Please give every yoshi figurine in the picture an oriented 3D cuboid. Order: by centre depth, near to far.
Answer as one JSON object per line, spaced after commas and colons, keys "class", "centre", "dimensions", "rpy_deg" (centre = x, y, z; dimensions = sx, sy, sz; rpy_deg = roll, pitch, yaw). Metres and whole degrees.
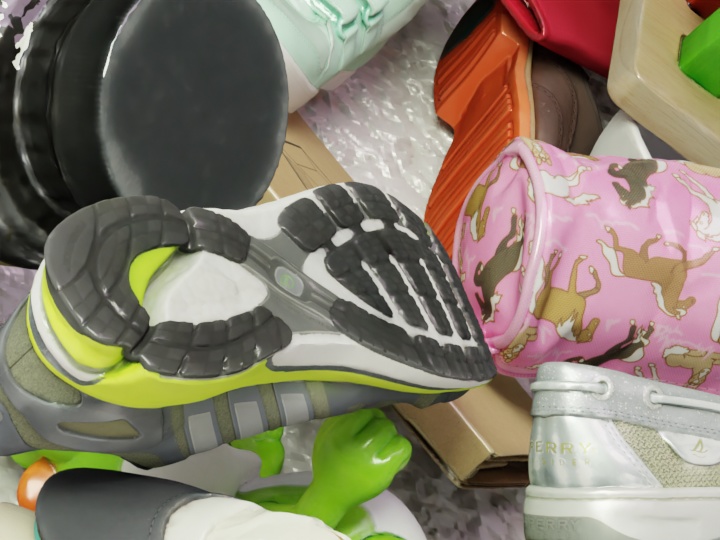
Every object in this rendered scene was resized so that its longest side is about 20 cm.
{"class": "yoshi figurine", "centre": [-0.023, 0.069, 0.946], "dimensions": [0.200, 0.112, 0.112], "rpy_deg": [30, 29, -6]}

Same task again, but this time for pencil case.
{"class": "pencil case", "centre": [0.130, 0.008, 1.038], "dimensions": [0.200, 0.083, 0.087], "rpy_deg": [11, 47, -22]}

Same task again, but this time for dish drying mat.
{"class": "dish drying mat", "centre": [0.106, -0.112, 1.256], "dimensions": [0.077, 0.018, 0.200], "rpy_deg": [56, 18, 25]}

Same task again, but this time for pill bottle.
{"class": "pill bottle", "centre": [-0.125, -0.058, 0.906], "dimensions": [0.200, 0.112, 0.112], "rpy_deg": [6, 15, 40]}

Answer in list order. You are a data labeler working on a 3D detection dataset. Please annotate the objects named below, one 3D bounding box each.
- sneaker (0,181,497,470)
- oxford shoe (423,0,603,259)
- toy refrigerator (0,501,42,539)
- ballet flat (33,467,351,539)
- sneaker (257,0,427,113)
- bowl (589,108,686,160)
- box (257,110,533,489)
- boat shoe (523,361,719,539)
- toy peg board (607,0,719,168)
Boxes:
{"class": "sneaker", "centre": [-0.038, 0.021, 0.848], "dimensions": [0.200, 0.081, 0.074], "rpy_deg": [4, 57, -47]}
{"class": "oxford shoe", "centre": [0.075, -0.046, 1.179], "dimensions": [0.072, 0.071, 0.200], "rpy_deg": [30, 36, -19]}
{"class": "toy refrigerator", "centre": [-0.041, 0.152, 0.859], "dimensions": [0.200, 0.076, 0.070], "rpy_deg": [24, 38, -17]}
{"class": "ballet flat", "centre": [-0.009, 0.114, 0.805], "dimensions": [0.200, 0.073, 0.073], "rpy_deg": [45, 37, 11]}
{"class": "sneaker", "centre": [-0.008, -0.129, 1.101], "dimensions": [0.074, 0.118, 0.200], "rpy_deg": [43, 12, 3]}
{"class": "bowl", "centre": [0.185, 0.002, 1.192], "dimensions": [0.200, 0.075, 0.200], "rpy_deg": [55, 37, 7]}
{"class": "box", "centre": [0.000, 0.000, 1.039], "dimensions": [0.200, 0.021, 0.163], "rpy_deg": [50, 10, 14]}
{"class": "boat shoe", "centre": [0.136, 0.058, 0.960], "dimensions": [0.202, 0.074, 0.065], "rpy_deg": [-3, 91, -38]}
{"class": "toy peg board", "centre": [0.219, -0.105, 1.177], "dimensions": [0.200, 0.098, 0.199], "rpy_deg": [35, 40, -19]}
